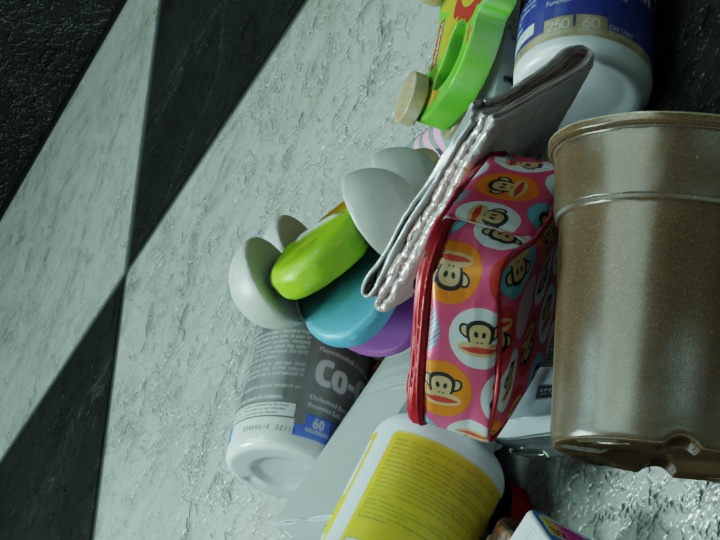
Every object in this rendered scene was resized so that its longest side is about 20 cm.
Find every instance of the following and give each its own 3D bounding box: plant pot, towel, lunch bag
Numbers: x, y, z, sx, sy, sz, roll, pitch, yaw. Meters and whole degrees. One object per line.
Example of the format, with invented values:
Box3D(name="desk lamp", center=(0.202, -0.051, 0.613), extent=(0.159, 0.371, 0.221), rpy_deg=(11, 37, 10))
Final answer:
Box3D(name="plant pot", center=(0.207, 0.025, 1.103), extent=(0.200, 0.199, 0.200), rpy_deg=(-19, 60, 63))
Box3D(name="towel", center=(0.093, -0.072, 1.341), extent=(0.191, 0.032, 0.201), rpy_deg=(-32, -23, -53))
Box3D(name="lunch bag", center=(0.096, 0.025, 1.216), extent=(0.200, 0.081, 0.177), rpy_deg=(-49, -34, -57))

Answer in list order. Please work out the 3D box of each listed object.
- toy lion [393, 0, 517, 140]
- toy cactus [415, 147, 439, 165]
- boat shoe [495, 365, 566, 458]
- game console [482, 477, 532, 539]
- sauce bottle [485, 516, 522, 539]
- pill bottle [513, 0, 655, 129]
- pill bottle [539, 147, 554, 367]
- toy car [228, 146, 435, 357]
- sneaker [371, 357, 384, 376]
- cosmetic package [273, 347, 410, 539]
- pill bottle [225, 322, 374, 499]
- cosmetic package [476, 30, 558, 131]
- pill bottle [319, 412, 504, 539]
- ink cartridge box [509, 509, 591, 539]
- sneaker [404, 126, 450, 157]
Box3D(name="toy lion", center=(0.104, -0.235, 1.498), extent=(0.192, 0.068, 0.201), rpy_deg=(136, 149, -64))
Box3D(name="toy cactus", center=(0.054, -0.040, 1.599), extent=(0.201, 0.102, 0.166), rpy_deg=(-106, 6, -47))
Box3D(name="boat shoe", center=(0.172, 0.108, 1.253), extent=(0.199, 0.066, 0.070), rpy_deg=(-10, 45, 39))
Box3D(name="game console", center=(0.068, 0.252, 1.424), extent=(0.201, 0.031, 0.177), rpy_deg=(-67, 21, 2))
Box3D(name="sauce bottle", center=(0.087, 0.284, 1.295), extent=(0.201, 0.066, 0.066), rpy_deg=(-64, 21, 8))
Box3D(name="pill bottle", center=(0.192, -0.226, 1.468), extent=(0.116, 0.115, 0.201), rpy_deg=(-41, 34, 50))
Box3D(name="pill bottle", center=(0.141, 0.001, 1.371), extent=(0.201, 0.115, 0.116), rpy_deg=(-57, 23, 25))
Box3D(name="toy car", center=(0.000, 0.000, 1.465), extent=(0.174, 0.150, 0.200), rpy_deg=(-31, 5, 21))
Box3D(name="sneaker", center=(-0.013, 0.104, 1.702), extent=(0.201, 0.077, 0.082), rpy_deg=(-65, 20, 7))
Box3D(name="cosmetic package", center=(0.027, 0.156, 1.450), extent=(0.201, 0.090, 0.107), rpy_deg=(-57, 19, -25))
Box3D(name="pill bottle", center=(-0.047, 0.094, 1.565), extent=(0.114, 0.113, 0.201), rpy_deg=(-38, 34, 53))
Box3D(name="cosmetic package", center=(0.132, -0.104, 1.543), extent=(0.051, 0.082, 0.201), rpy_deg=(-26, 46, 62))
Box3D(name="pill bottle", center=(0.043, 0.181, 1.326), extent=(0.112, 0.112, 0.201), rpy_deg=(-25, 33, 61))
Box3D(name="ink cartridge box", center=(0.136, 0.273, 1.160), extent=(0.137, 0.076, 0.200), rpy_deg=(-58, 21, 11))
Box3D(name="sneaker", center=(0.093, -0.125, 1.668), extent=(0.200, 0.070, 0.083), rpy_deg=(2, 83, 62))
